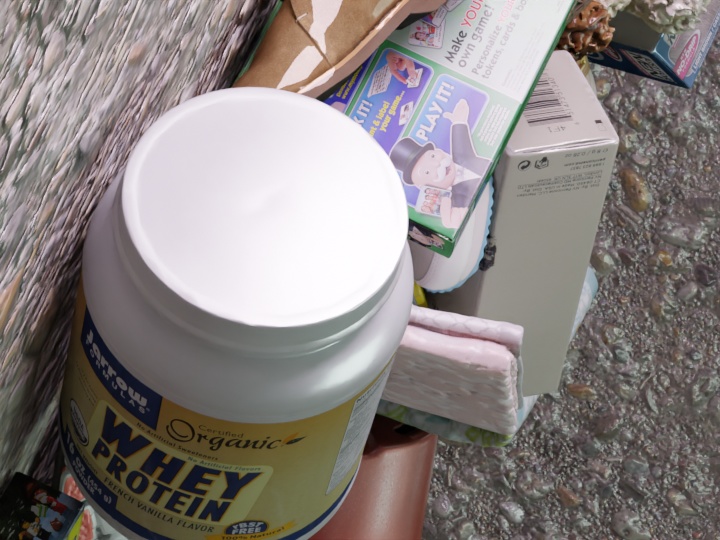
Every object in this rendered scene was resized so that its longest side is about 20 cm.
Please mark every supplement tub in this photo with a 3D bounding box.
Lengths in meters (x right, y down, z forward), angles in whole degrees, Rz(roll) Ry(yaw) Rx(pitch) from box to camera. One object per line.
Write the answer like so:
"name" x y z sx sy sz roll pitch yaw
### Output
"supplement tub" -0.055 0.026 1.293 0.200 0.144 0.145 106 11 -55

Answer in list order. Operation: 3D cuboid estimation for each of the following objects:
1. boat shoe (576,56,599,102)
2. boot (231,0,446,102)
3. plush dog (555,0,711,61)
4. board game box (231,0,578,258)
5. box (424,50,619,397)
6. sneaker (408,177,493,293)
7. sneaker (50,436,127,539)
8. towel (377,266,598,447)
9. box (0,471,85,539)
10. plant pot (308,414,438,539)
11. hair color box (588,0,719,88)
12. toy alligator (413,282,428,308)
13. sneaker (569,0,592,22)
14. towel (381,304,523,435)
"boat shoe" 0.072 -0.093 1.728 0.200 0.074 0.067 -28 119 -51
"boot" -0.024 -0.123 1.408 0.200 0.076 0.074 -44 -170 -24
"plush dog" 0.090 -0.195 1.715 0.160 0.200 0.172 -35 174 17
"board game box" 0.028 -0.122 1.472 0.200 0.134 0.029 -62 174 -18
"box" 0.083 -0.021 1.636 0.200 0.068 0.082 100 -26 -42
"sneaker" 0.019 -0.081 1.557 0.076 0.081 0.201 32 -46 59
"sneaker" -0.132 0.118 1.456 0.077 0.082 0.201 -12 122 -29
"towel" 0.030 0.026 1.821 0.171 0.199 0.048 -57 159 -46
"box" -0.185 0.202 1.393 0.200 0.038 0.137 107 10 -55
"plant pot" -0.043 0.160 1.844 0.201 0.200 0.196 -51 157 -67
"hair color box" 0.137 -0.190 1.858 0.060 0.200 0.100 36 77 -51
"toy alligator" 0.000 0.000 1.624 0.200 0.059 0.054 59 14 -79
"sneaker" 0.050 -0.151 1.617 0.200 0.070 0.076 -30 -151 17
"towel" -0.007 0.033 1.526 0.200 0.190 0.032 78 28 -77
